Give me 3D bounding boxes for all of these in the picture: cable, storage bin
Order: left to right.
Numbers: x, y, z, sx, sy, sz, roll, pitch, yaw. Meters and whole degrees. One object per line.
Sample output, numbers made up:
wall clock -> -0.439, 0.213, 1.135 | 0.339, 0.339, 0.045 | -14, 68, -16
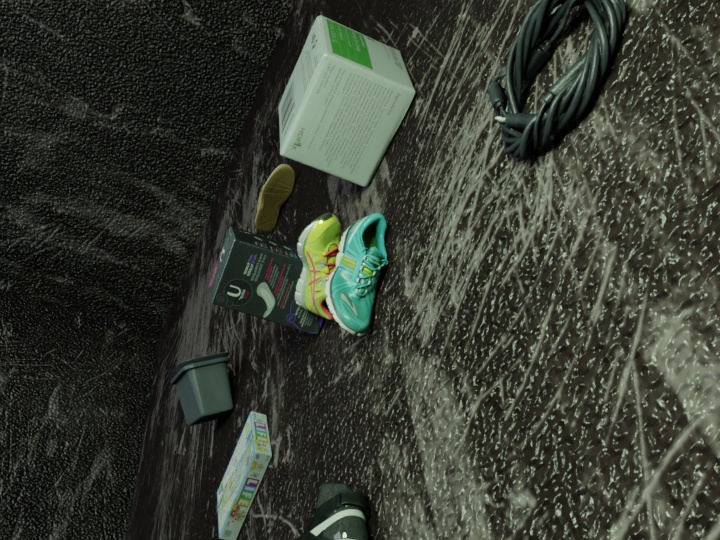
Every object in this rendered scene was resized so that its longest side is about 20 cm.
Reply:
storage bin -> -0.370, 0.291, 1.809 | 0.200, 0.145, 0.135 | -37, 66, 58
cable -> 0.197, -0.212, 0.780 | 0.200, 0.050, 0.164 | -44, 33, 53

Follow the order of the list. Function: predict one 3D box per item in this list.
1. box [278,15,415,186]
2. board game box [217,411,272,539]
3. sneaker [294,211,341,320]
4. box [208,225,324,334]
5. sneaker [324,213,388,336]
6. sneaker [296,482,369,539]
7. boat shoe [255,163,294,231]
box -> -0.031, -0.296, 1.306 | 0.201, 0.170, 0.200 | -60, 22, 29
board game box -> -0.226, 0.393, 1.435 | 0.135, 0.034, 0.201 | -118, 49, -64
sneaker -> -0.049, -0.003, 1.200 | 0.090, 0.078, 0.201 | 36, 139, 30
box -> -0.153, 0.017, 1.317 | 0.123, 0.199, 0.106 | -68, 20, 10
sneaker -> 0.000, 0.000, 1.109 | 0.080, 0.077, 0.201 | -34, 41, 47
sneaker -> -0.048, 0.337, 0.950 | 0.200, 0.073, 0.112 | -43, 30, 40
boat shoe -> -0.224, -0.196, 1.902 | 0.201, 0.073, 0.069 | -60, 28, 33
